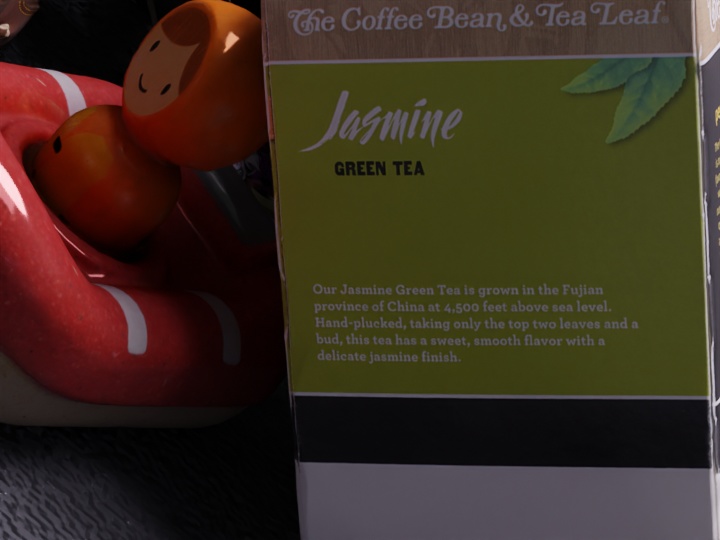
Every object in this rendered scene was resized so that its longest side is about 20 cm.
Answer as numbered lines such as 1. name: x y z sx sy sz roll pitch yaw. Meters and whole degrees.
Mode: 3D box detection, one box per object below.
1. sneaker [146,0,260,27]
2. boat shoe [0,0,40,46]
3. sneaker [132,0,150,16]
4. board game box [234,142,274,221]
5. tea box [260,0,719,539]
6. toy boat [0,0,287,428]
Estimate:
1. sneaker: -0.060 -0.164 1.059 0.200 0.075 0.106 68 -14 -3
2. boat shoe: -0.134 -0.140 1.076 0.070 0.070 0.200 34 22 -23
3. sneaker: -0.092 -0.171 1.220 0.108 0.067 0.201 44 17 -4
4. board game box: 0.000 0.000 1.137 0.200 0.032 0.120 37 18 -24
5. tea box: 0.063 -0.015 0.941 0.200 0.133 0.197 -46 135 -69
6. toy boat: -0.075 -0.031 0.899 0.131 0.131 0.200 54 22 21
